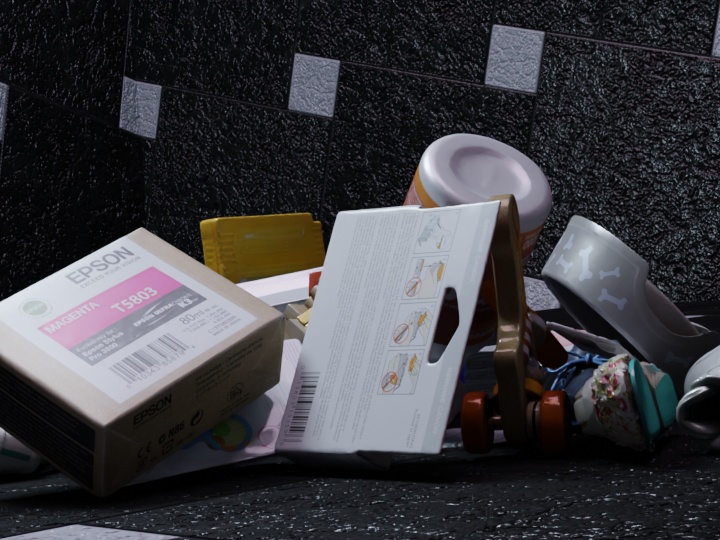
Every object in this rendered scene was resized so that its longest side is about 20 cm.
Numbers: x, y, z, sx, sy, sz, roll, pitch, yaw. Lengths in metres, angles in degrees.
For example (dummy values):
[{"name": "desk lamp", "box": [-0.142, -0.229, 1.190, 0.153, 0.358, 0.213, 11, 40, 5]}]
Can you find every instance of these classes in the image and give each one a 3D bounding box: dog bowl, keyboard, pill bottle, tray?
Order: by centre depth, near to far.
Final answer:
[{"name": "keyboard", "box": [0.185, 0.059, 1.469, 0.056, 0.011, 0.200, 23, -2, 16]}, {"name": "pill bottle", "box": [0.074, -0.002, 1.535, 0.111, 0.201, 0.113, 12, 39, -10]}, {"name": "dog bowl", "box": [0.239, 0.042, 1.642, 0.059, 0.200, 0.200, -46, 4, -2]}, {"name": "tray", "box": [-0.017, 0.015, 1.710, 0.198, 0.022, 0.107, -12, 12, -15]}]

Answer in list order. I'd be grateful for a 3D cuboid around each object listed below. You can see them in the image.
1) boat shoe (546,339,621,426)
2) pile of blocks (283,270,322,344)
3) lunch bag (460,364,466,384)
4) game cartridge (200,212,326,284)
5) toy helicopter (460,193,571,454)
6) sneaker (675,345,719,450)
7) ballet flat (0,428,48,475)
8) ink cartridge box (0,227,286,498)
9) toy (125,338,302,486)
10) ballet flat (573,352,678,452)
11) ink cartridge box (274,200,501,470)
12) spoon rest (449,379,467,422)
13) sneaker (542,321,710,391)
[{"name": "boat shoe", "box": [0.192, 0.095, 1.625, 0.083, 0.069, 0.200, -5, 2, -3]}, {"name": "pile of blocks", "box": [0.000, 0.000, 1.618, 0.199, 0.083, 0.062, -31, 55, -28]}, {"name": "lunch bag", "box": [-0.007, 0.080, 1.723, 0.168, 0.129, 0.200, -4, -8, 21]}, {"name": "game cartridge", "box": [-0.084, 0.046, 1.850, 0.032, 0.202, 0.176, -6, 0, 34]}, {"name": "toy helicopter", "box": [0.120, 0.037, 1.436, 0.078, 0.202, 0.132, -2, 17, 16]}, {"name": "sneaker", "box": [0.269, 0.092, 1.380, 0.098, 0.079, 0.200, -8, 1, -13]}, {"name": "ballet flat", "box": [-0.285, 0.142, 1.606, 0.069, 0.070, 0.200, -4, 5, -2]}, {"name": "ink cartridge box", "box": [-0.181, 0.065, 1.435, 0.164, 0.076, 0.199, 30, 42, 27]}, {"name": "toy", "box": [-0.124, 0.121, 1.477, 0.198, 0.047, 0.116, -7, 46, -24]}, {"name": "ballet flat", "box": [0.194, 0.103, 1.402, 0.063, 0.076, 0.200, -14, -11, 16]}, {"name": "ink cartridge box", "box": [0.030, 0.049, 1.403, 0.173, 0.202, 0.043, -3, -25, 44]}, {"name": "spoon rest", "box": [-0.011, 0.111, 1.555, 0.198, 0.061, 0.099, -1, -31, 32]}, {"name": "sneaker", "box": [0.237, 0.084, 1.789, 0.198, 0.076, 0.105, -9, 7, -15]}]
